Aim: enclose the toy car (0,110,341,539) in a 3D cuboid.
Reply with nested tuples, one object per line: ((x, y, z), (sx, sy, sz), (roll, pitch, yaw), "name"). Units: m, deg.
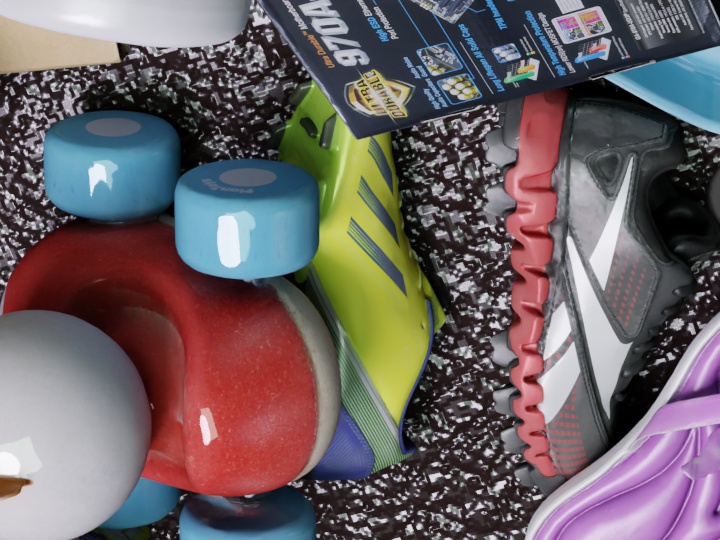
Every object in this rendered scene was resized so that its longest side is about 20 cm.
((-0.128, 0.052, 0.962), (0.176, 0.199, 0.186), (21, 119, 41), "toy car")

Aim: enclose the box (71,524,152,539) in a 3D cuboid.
((-0.160, 0.131, 1.031), (0.117, 0.200, 0.048), (36, 104, -9), "box")

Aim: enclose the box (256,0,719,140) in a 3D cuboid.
((0.034, -0.133, 0.839), (0.158, 0.046, 0.200), (-14, 147, 18), "box")

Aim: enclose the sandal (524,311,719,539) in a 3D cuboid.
((0.147, 0.086, 0.968), (0.082, 0.050, 0.203), (40, 116, -2), "sandal")

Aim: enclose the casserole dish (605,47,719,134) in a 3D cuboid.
((0.123, -0.134, 0.923), (0.199, 0.039, 0.121), (27, 126, -11), "casserole dish")

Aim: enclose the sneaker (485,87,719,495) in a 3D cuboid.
((0.106, 0.013, 0.995), (0.097, 0.071, 0.202), (2, 116, 10), "sneaker")

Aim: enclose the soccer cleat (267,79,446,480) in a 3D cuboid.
((0.000, 0.000, 1.026), (0.083, 0.065, 0.202), (-4, 114, -20), "soccer cleat")

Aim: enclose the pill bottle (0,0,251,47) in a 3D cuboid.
((-0.085, -0.196, 0.896), (0.111, 0.112, 0.202), (11, 104, 6), "pill bottle")

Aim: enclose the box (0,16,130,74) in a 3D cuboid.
((-0.211, -0.159, 0.999), (0.198, 0.021, 0.165), (-4, 115, 13), "box")
